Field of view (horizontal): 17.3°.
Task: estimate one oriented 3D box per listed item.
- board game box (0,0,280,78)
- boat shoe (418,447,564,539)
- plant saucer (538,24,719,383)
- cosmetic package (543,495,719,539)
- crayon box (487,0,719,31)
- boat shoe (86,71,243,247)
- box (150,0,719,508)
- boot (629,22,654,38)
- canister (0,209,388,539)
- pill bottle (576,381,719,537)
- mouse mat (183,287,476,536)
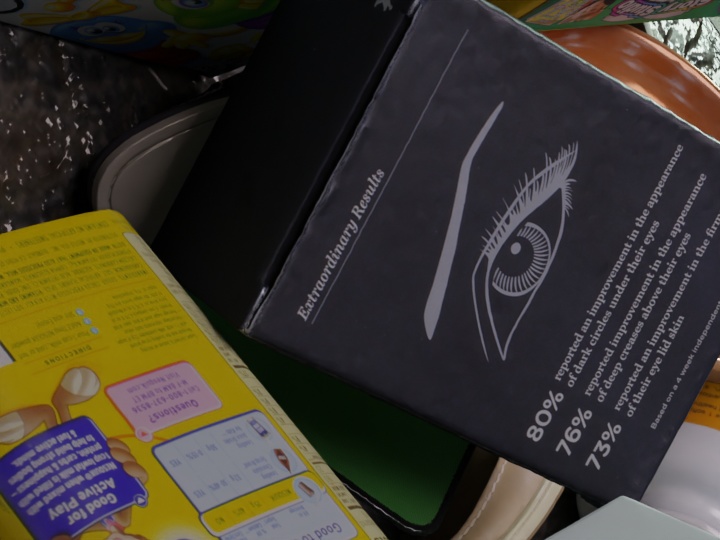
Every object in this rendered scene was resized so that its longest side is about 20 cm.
[{"bbox_3d":[-0.097,-0.153,0.912,0.200,0.105,0.104,12,69,-47],"label":"board game box"},{"bbox_3d":[0.059,0.057,1.055,0.065,0.072,0.200,41,47,-18],"label":"boat shoe"},{"bbox_3d":[0.130,-0.030,1.089,0.200,0.037,0.201,25,43,-26],"label":"plant saucer"},{"bbox_3d":[0.041,0.179,0.786,0.200,0.052,0.152,-21,123,-47],"label":"cosmetic package"},{"bbox_3d":[0.108,-0.203,1.110,0.200,0.058,0.173,-11,73,-48],"label":"crayon box"},{"bbox_3d":[-0.035,-0.053,0.987,0.199,0.063,0.073,-18,119,-34],"label":"boat shoe"},{"bbox_3d":[0.045,-0.018,0.908,0.200,0.104,0.148,28,93,-30],"label":"box"},{"bbox_3d":[0.096,-0.176,1.181,0.200,0.073,0.076,57,35,-15],"label":"boot"},{"bbox_3d":[-0.078,0.082,0.803,0.148,0.087,0.200,-18,61,-48],"label":"canister"},{"bbox_3d":[0.168,0.087,1.136,0.111,0.111,0.200,51,44,-25],"label":"pill bottle"},{"bbox_3d":[0.000,0.000,1.006,0.161,0.008,0.200,37,48,-9],"label":"mouse mat"}]
